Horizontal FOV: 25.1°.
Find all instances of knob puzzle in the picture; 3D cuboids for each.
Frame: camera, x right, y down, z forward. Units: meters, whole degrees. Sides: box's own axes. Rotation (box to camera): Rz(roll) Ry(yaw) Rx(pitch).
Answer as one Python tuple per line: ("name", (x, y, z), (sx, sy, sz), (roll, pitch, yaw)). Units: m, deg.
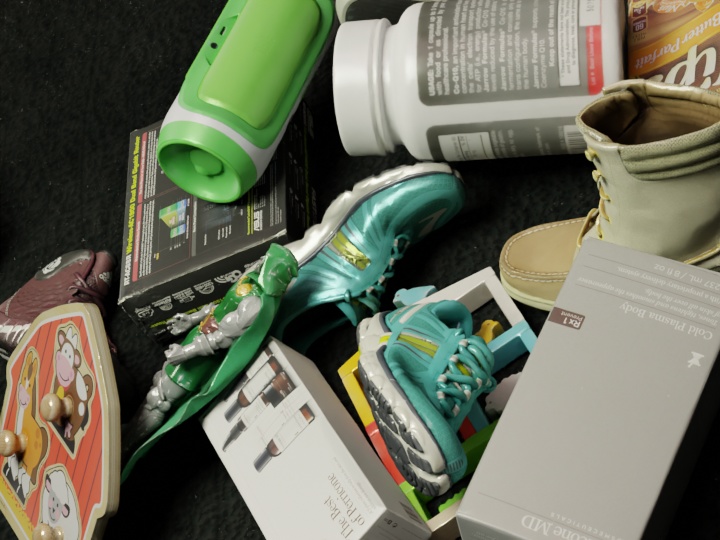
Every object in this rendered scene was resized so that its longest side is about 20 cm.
("knob puzzle", (-0.223, 0.114, 1.153), (0.219, 0.030, 0.221), (-7, 82, 55))

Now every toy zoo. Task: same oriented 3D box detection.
("toy zoo", (0.062, 0.078, 1.076), (0.131, 0.020, 0.200), (-35, 41, 4))

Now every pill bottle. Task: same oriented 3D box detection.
("pill bottle", (0.087, -0.135, 1.139), (0.198, 0.114, 0.114), (-2, 50, 12))

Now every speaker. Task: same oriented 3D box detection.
("speaker", (-0.083, -0.151, 1.247), (0.088, 0.089, 0.201), (1, 53, 36))

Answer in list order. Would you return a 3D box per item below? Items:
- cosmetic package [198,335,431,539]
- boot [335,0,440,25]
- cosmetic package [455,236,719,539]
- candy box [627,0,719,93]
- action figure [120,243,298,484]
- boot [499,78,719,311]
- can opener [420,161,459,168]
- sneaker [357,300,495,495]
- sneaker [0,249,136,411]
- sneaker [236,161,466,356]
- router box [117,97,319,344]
("cosmetic package", (-0.036, 0.133, 1.060), (0.083, 0.051, 0.200), (-50, 38, 9))
("boot", (0.077, -0.228, 1.242), (0.198, 0.073, 0.145), (5, 54, -11))
("cosmetic package", (0.143, 0.092, 0.941), (0.106, 0.090, 0.201), (16, 60, 20))
("candy box", (0.247, -0.140, 1.116), (0.115, 0.055, 0.201), (-16, 45, 26))
("action figure", (-0.113, 0.059, 1.137), (0.200, 0.055, 0.118), (-47, 14, 12))
("boot", (0.159, -0.045, 1.014), (0.199, 0.155, 0.072), (-3, 49, 31))
("can opener", (0.084, -0.168, 1.260), (0.066, 0.053, 0.201), (-11, 49, 29))
("sneaker", (0.043, 0.065, 0.990), (0.079, 0.078, 0.200), (-20, 22, 5))
("sneaker", (-0.219, 0.034, 1.281), (0.199, 0.076, 0.116), (20, 63, 45))
("sneaker", (0.000, 0.000, 1.165), (0.200, 0.077, 0.080), (-39, 49, 14))
("router box", (-0.111, -0.054, 1.289), (0.149, 0.062, 0.201), (-20, 44, 17))
